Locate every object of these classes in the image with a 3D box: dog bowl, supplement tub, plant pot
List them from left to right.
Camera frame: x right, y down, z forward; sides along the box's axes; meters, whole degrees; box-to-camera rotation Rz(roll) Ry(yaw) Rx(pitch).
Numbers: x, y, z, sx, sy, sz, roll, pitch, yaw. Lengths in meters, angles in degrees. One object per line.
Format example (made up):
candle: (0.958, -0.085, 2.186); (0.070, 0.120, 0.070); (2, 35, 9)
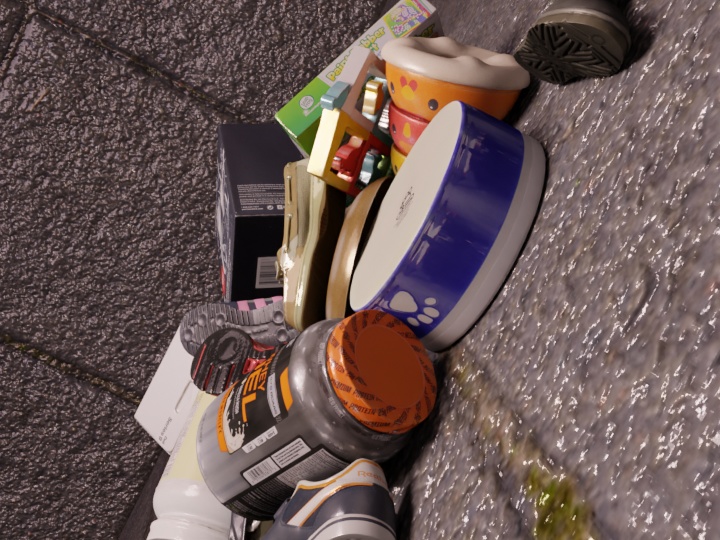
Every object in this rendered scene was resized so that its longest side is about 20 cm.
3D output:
supplement tub: (-0.132, 0.216, 0.943); (0.145, 0.144, 0.201); (-48, 19, 55)
supplement tub: (-0.038, 0.119, 0.725); (0.200, 0.122, 0.123); (-38, 25, 38)
plant pot: (0.000, 0.000, 0.906); (0.200, 0.027, 0.201); (13, -90, -78)
dog bowl: (0.069, -0.038, 0.749); (0.201, 0.079, 0.200); (-60, 12, 21)

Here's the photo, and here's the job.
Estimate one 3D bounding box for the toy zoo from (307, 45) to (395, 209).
toy zoo: (0.006, -0.142, 0.903); (0.200, 0.020, 0.132); (20, -89, -65)

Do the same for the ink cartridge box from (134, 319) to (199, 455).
ink cartridge box: (-0.163, 0.148, 1.116); (0.200, 0.084, 0.146); (14, -73, -56)

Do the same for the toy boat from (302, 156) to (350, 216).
toy boat: (-0.010, -0.106, 1.192); (0.200, 0.130, 0.131); (-161, 63, -64)

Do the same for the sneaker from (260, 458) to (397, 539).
sneaker: (-0.039, 0.218, 0.677); (0.200, 0.078, 0.080); (-43, 25, 32)

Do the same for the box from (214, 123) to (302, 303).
box: (-0.130, -0.059, 1.156); (0.183, 0.103, 0.201); (-106, 20, -43)

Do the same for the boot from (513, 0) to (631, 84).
boot: (0.200, -0.250, 0.683); (0.201, 0.072, 0.182); (-57, 13, 3)

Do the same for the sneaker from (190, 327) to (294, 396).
sneaker: (-0.087, 0.112, 0.885); (0.199, 0.087, 0.074); (1, 58, 35)

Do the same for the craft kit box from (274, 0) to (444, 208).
craft kit box: (0.019, -0.184, 0.995); (0.200, 0.049, 0.198); (-43, -26, -1)

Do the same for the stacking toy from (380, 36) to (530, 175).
stacking toy: (0.077, -0.122, 0.877); (0.146, 0.145, 0.201); (-90, 10, -67)

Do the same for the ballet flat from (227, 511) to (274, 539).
ballet flat: (-0.088, 0.262, 0.793); (0.073, 0.073, 0.201); (133, 144, -56)

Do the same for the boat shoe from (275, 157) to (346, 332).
boat shoe: (-0.058, -0.028, 0.899); (0.073, 0.063, 0.202); (50, -140, -57)

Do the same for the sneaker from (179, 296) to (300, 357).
sneaker: (-0.106, 0.065, 0.986); (0.082, 0.199, 0.071); (4, -99, -63)
